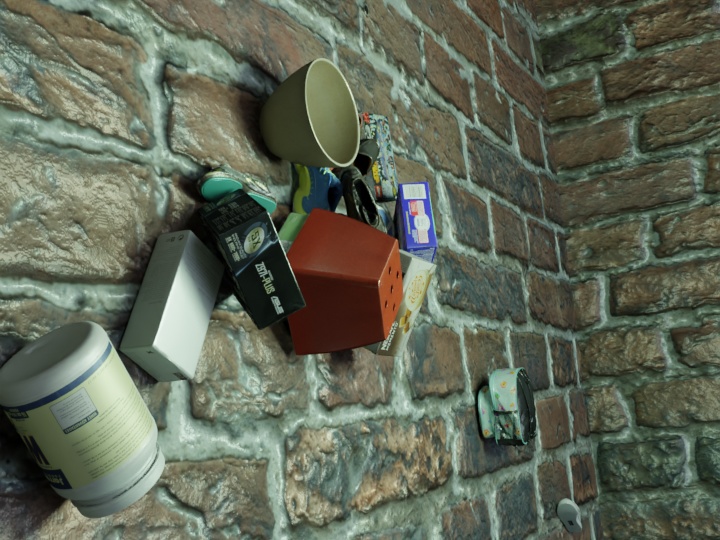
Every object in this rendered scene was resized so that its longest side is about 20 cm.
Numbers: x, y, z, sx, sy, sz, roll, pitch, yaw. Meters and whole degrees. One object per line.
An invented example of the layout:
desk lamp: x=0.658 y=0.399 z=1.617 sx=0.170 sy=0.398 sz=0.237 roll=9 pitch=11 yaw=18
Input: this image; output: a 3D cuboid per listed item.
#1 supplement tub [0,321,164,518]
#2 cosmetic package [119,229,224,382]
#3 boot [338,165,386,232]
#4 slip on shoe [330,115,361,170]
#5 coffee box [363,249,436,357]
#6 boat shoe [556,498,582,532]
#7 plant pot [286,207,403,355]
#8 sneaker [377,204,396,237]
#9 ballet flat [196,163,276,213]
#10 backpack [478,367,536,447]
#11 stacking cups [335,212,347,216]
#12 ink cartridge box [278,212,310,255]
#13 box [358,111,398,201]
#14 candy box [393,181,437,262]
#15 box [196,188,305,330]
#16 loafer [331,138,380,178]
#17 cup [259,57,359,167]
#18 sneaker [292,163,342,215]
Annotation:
supplement tub: x=-0.336 y=0.182 z=1.043 sx=0.203 sy=0.142 sz=0.146 roll=67 pitch=30 yaw=-23
cosmetic package: x=-0.277 y=0.053 z=1.275 sx=0.102 sy=0.073 sz=0.203 roll=51 pitch=41 yaw=-43
boot: x=0.009 y=-0.108 z=1.667 sx=0.174 sy=0.068 sz=0.203 roll=-119 pitch=-177 yaw=-70
slip on shoe: x=-0.047 y=-0.280 z=1.829 sx=0.075 sy=0.060 sz=0.202 roll=64 pitch=33 yaw=-31
coffee box: x=0.064 y=0.063 z=1.714 sx=0.114 sy=0.079 sz=0.204 roll=15 pitch=97 yaw=-58
boat shoe: x=0.710 y=0.819 z=2.912 sx=0.202 sy=0.072 sz=0.066 roll=67 pitch=24 yaw=-44
plant pot: x=-0.022 y=0.026 z=1.568 sx=0.201 sy=0.172 sz=0.203 roll=-65 pitch=153 yaw=-48
sneaker: x=0.040 y=-0.050 z=1.903 sx=0.077 sy=0.074 sz=0.205 roll=-18 pitch=96 yaw=-66
ballet flat: x=-0.221 y=-0.145 z=1.468 sx=0.199 sy=0.071 sz=0.074 roll=20 pitch=63 yaw=-59
backpack: x=0.410 y=0.372 z=2.386 sx=0.175 sy=0.150 sz=0.205 roll=-9 pitch=98 yaw=-64
stacking cups: x=-0.034 y=-0.090 z=1.795 sx=0.199 sy=0.059 sz=0.062 roll=1 pitch=80 yaw=-63
ink cartridge box: x=-0.122 y=0.017 z=1.610 sx=0.147 sy=0.047 sz=0.203 roll=-65 pitch=156 yaw=-47
box: x=0.035 y=-0.262 z=2.001 sx=0.136 sy=0.039 sz=0.205 roll=-10 pitch=91 yaw=-61
candy box: x=0.118 y=-0.072 z=1.942 sx=0.201 sy=0.075 sz=0.173 roll=100 pitch=-13 yaw=-60
box: x=-0.176 y=-0.023 z=1.357 sx=0.167 sy=0.085 sz=0.200 roll=69 pitch=-13 yaw=-21
loafer: x=0.001 y=-0.229 z=1.857 sx=0.073 sy=0.071 sz=0.201 roll=56 pitch=43 yaw=-22
cup: x=-0.108 y=-0.284 z=1.626 sx=0.199 sy=0.140 sz=0.205 roll=27 pitch=58 yaw=-57
sneaker: x=-0.076 y=-0.184 z=1.695 sx=0.075 sy=0.103 sz=0.205 roll=29 pitch=57 yaw=-55
